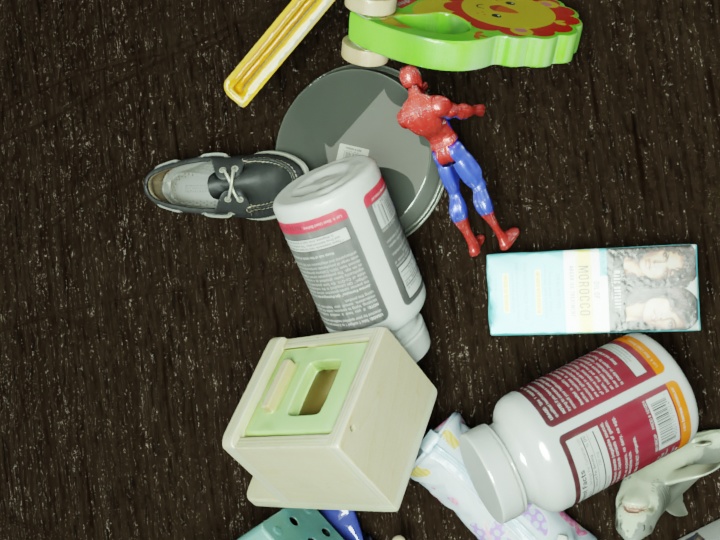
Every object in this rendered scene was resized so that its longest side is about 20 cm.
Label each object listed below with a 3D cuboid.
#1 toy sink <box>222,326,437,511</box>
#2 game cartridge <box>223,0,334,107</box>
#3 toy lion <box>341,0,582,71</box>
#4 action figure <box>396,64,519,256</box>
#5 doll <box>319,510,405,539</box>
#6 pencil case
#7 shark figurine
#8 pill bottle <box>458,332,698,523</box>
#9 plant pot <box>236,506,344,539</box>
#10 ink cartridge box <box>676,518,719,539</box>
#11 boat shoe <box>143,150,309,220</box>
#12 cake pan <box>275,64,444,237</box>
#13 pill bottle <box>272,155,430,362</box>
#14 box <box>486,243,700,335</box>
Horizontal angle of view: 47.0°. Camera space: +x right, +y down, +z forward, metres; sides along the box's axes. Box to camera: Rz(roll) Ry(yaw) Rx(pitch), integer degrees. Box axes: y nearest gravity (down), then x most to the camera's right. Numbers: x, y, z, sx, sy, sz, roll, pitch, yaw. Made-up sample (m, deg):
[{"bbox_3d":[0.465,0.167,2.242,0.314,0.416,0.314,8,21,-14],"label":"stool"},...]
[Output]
[{"bbox_3d":[-0.048,0.143,0.799,0.198,0.131,0.112,-10,131,40],"label":"toy sink"},{"bbox_3d":[-0.065,-0.250,0.817,0.032,0.200,0.176,39,102,-17],"label":"game cartridge"},{"bbox_3d":[0.106,-0.230,0.778,0.190,0.200,0.070,24,130,23],"label":"toy lion"},{"bbox_3d":[0.098,-0.124,0.819,0.065,0.100,0.201,-12,123,37],"label":"action figure"},{"bbox_3d":[-0.005,0.310,0.879,0.136,0.048,0.202,-34,83,22],"label":"doll"},{"bbox_3d":[0.138,0.234,0.819,0.200,0.091,0.083,42,101,12],"label":"pencil case"},{"bbox_3d":[0.326,0.198,0.788,0.211,0.128,0.091,-20,112,-3],"label":"shark figurine"},{"bbox_3d":[0.195,0.146,0.756,0.197,0.113,0.114,-23,84,-10],"label":"pill bottle"},{"bbox_3d":[-0.101,0.340,0.838,0.141,0.141,0.201,41,109,17],"label":"plant pot"},{"bbox_3d":[0.319,0.337,0.773,0.198,0.084,0.146,-32,82,14],"label":"ink cartridge box"},{"bbox_3d":[-0.146,-0.092,0.885,0.197,0.060,0.075,6,98,30],"label":"boat shoe"},{"bbox_3d":[-0.005,-0.122,0.881,0.197,0.037,0.204,0,91,15],"label":"cake pan"},{"bbox_3d":[0.000,0.000,0.817,0.109,0.111,0.202,-17,113,14],"label":"pill bottle"},{"bbox_3d":[0.226,0.020,0.813,0.196,0.049,0.084,-3,90,16],"label":"box"}]
